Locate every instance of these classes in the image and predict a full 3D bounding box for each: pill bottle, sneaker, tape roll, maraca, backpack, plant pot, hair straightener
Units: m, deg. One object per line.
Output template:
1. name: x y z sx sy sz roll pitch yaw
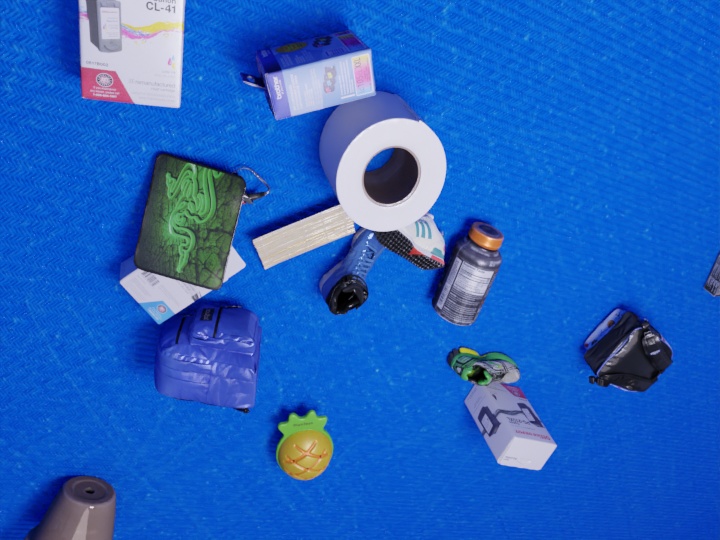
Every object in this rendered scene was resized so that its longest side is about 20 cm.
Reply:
1. pill bottle: 0.228 0.004 1.333 0.103 0.107 0.204 8 119 -23
2. sneaker: 0.100 -0.079 1.252 0.069 0.096 0.198 -11 148 43
3. sneaker: 0.301 0.246 1.526 0.195 0.086 0.080 10 118 -25
4. tape roll: 0.036 -0.192 1.121 0.197 0.140 0.207 -9 123 -13
5. maraca: -0.128 0.397 1.463 0.133 0.108 0.205 -9 124 -12
6. backpack: 0.663 0.205 1.584 0.188 0.156 0.201 30 115 -23
7. plant pot: -0.602 0.546 1.363 0.196 0.200 0.179 17 99 -27
8. sneaker: 0.001 0.001 1.250 0.076 0.112 0.200 35 106 -33
9. backpack: -0.290 0.153 1.225 0.194 0.163 0.172 6 112 -7
10. hair straightener: -0.255 -0.139 1.114 0.194 0.041 0.079 -8 123 -7

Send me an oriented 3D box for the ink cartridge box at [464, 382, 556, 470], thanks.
1. ink cartridge box: 0.361 0.371 1.554 0.142 0.201 0.086 16 117 -27

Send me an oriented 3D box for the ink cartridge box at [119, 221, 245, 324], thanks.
1. ink cartridge box: -0.319 -0.010 1.160 0.197 0.068 0.117 -32 125 3

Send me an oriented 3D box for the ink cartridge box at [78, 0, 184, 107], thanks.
1. ink cartridge box: -0.329 -0.352 0.928 0.143 0.086 0.204 1 123 -19

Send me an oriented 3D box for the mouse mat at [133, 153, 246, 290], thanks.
1. mouse mat: -0.291 -0.080 1.093 0.157 0.008 0.205 15 98 -7

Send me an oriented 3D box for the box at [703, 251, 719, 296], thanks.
1. box: 0.981 -0.034 1.603 0.188 0.048 0.205 -3 122 -20

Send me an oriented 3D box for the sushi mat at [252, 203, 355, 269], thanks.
1. sushi mat: -0.103 -0.066 1.215 0.195 0.012 0.097 -22 145 -4

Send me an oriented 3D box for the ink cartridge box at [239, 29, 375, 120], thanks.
1. ink cartridge box: -0.087 -0.307 1.007 0.195 0.137 0.078 -17 125 -7
